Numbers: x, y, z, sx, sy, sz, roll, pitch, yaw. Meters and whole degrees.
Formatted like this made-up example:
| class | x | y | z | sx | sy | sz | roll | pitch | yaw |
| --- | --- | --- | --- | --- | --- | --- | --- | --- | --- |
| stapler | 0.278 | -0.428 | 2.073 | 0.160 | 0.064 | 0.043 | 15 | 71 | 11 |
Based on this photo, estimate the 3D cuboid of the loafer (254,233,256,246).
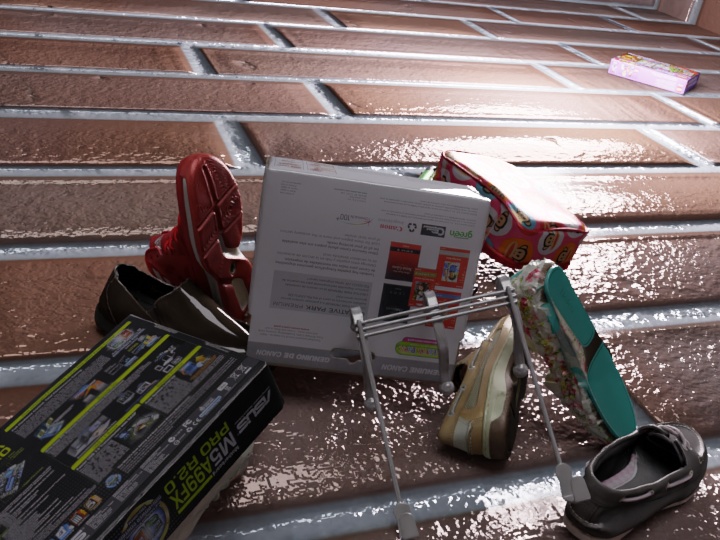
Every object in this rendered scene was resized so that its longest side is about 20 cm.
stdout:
| class | x | y | z | sx | sy | sz | roll | pitch | yaw |
| --- | --- | --- | --- | --- | --- | --- | --- | --- | --- |
| loafer | -0.025 | -0.029 | 0.945 | 0.199 | 0.069 | 0.071 | 12 | 36 | 11 |

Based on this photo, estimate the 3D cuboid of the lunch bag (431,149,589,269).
| class | x | y | z | sx | sy | sz | roll | pitch | yaw |
| --- | --- | --- | --- | --- | --- | --- | --- | --- | --- |
| lunch bag | 0.201 | -0.082 | 1.071 | 0.175 | 0.082 | 0.200 | 0 | 36 | -38 |

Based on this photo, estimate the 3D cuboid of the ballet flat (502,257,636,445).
| class | x | y | z | sx | sy | sz | roll | pitch | yaw |
| --- | --- | --- | --- | --- | --- | --- | --- | --- | --- |
| ballet flat | 0.191 | 0.077 | 0.747 | 0.064 | 0.201 | 0.076 | -14 | 20 | 46 |

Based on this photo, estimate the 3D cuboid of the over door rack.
| class | x | y | z | sx | sy | sz | roll | pitch | yaw |
| --- | --- | --- | --- | --- | --- | --- | --- | --- | --- |
| over door rack | 0.079 | 0.111 | 0.660 | 0.146 | 0.067 | 0.201 | -12 | 61 | -3 |

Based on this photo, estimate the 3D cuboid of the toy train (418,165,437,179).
| class | x | y | z | sx | sy | sz | roll | pitch | yaw |
| --- | --- | --- | --- | --- | --- | --- | --- | --- | --- |
| toy train | 0.093 | -0.111 | 1.162 | 0.056 | 0.042 | 0.200 | 7 | 27 | 18 |

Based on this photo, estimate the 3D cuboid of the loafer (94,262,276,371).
| class | x | y | z | sx | sy | sz | roll | pitch | yaw |
| --- | --- | --- | --- | --- | --- | --- | --- | --- | --- |
| loafer | -0.167 | 0.048 | 0.762 | 0.198 | 0.072 | 0.073 | 17 | 30 | 14 |

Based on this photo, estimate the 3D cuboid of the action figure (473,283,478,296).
| class | x | y | z | sx | sy | sz | roll | pitch | yaw |
| --- | --- | --- | --- | --- | --- | --- | --- | --- | --- |
| action figure | 0.019 | 0.009 | 0.844 | 0.199 | 0.120 | 0.102 | 25 | 15 | 13 |

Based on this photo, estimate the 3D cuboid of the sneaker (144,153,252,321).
| class | x | y | z | sx | sy | sz | roll | pitch | yaw |
| --- | --- | --- | --- | --- | --- | --- | --- | --- | --- |
| sneaker | -0.175 | -0.032 | 0.789 | 0.115 | 0.201 | 0.079 | 14 | 44 | 21 |

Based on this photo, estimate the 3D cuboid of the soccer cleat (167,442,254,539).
| class | x | y | z | sx | sy | sz | roll | pitch | yaw |
| --- | --- | --- | --- | --- | --- | --- | --- | --- | --- |
| soccer cleat | -0.119 | 0.149 | 0.608 | 0.069 | 0.078 | 0.201 | -17 | 34 | 28 |

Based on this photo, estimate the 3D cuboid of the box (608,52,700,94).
| class | x | y | z | sx | sy | sz | roll | pitch | yaw |
| --- | --- | --- | --- | --- | --- | --- | --- | --- | --- |
| box | 0.756 | -0.510 | 2.075 | 0.199 | 0.039 | 0.137 | 25 | 33 | 26 |

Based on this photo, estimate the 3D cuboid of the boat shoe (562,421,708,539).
| class | x | y | z | sx | sy | sz | roll | pitch | yaw |
| --- | --- | --- | --- | --- | --- | --- | --- | --- | --- |
| boat shoe | 0.247 | 0.168 | 0.689 | 0.199 | 0.057 | 0.067 | -18 | 39 | -40 |

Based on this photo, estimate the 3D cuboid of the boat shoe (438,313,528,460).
| class | x | y | z | sx | sy | sz | roll | pitch | yaw |
| --- | --- | --- | --- | --- | --- | --- | --- | --- | --- |
| boat shoe | 0.118 | 0.099 | 0.770 | 0.075 | 0.072 | 0.200 | 2 | 24 | 19 |

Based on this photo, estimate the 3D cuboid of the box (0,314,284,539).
| class | x | y | z | sx | sy | sz | roll | pitch | yaw |
| --- | --- | --- | --- | --- | --- | --- | --- | --- | --- |
| box | -0.173 | 0.124 | 0.553 | 0.159 | 0.045 | 0.200 | 11 | 44 | 37 |

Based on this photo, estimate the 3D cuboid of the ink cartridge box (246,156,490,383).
| class | x | y | z | sx | sy | sz | roll | pitch | yaw |
| --- | --- | --- | --- | --- | --- | --- | --- | --- | --- |
| ink cartridge box | 0.000 | 0.000 | 0.741 | 0.198 | 0.177 | 0.084 | 8 | 14 | -7 |
